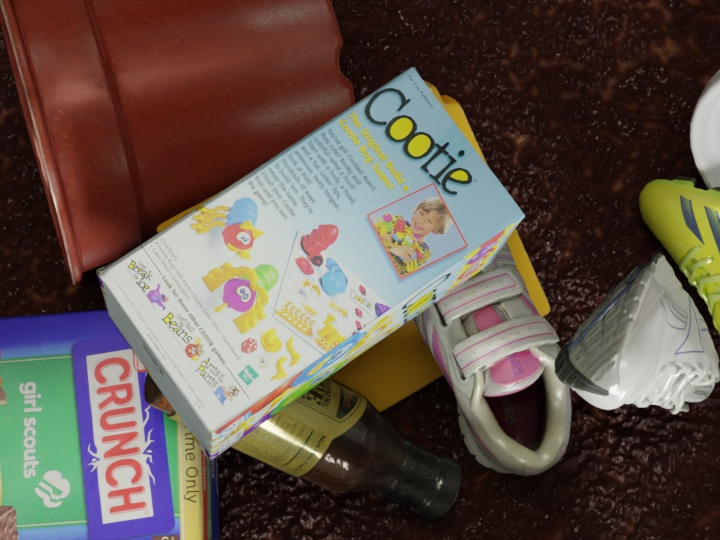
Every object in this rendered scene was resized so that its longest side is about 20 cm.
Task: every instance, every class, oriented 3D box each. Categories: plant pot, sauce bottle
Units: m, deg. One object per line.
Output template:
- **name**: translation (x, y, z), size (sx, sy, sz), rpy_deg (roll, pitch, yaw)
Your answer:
- **plant pot**: translation (-0.115, -0.111, 0.980), size (0.195, 0.201, 0.201), rpy_deg (-15, 70, -11)
- **sauce bottle**: translation (-0.031, 0.093, 0.924), size (0.200, 0.066, 0.066), rpy_deg (28, 71, -22)

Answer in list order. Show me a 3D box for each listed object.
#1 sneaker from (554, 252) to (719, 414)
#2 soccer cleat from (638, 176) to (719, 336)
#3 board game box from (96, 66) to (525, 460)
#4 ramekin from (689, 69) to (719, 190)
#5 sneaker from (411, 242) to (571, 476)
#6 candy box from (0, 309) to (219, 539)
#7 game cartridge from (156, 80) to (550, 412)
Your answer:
- **sneaker**: translation (0.176, 0.046, 0.911), size (0.087, 0.200, 0.075), rpy_deg (48, 114, 6)
- **soccer cleat**: translation (0.247, 0.019, 0.974), size (0.200, 0.065, 0.084), rpy_deg (43, 80, 15)
- **board game box**: translation (-0.028, -0.001, 0.831), size (0.200, 0.103, 0.105), rpy_deg (-34, 81, -13)
- **ramekin**: translation (0.313, -0.089, 0.946), size (0.202, 0.202, 0.094), rpy_deg (26, 63, 11)
- **sneaker**: translation (0.079, 0.037, 0.923), size (0.081, 0.088, 0.200), rpy_deg (-29, 101, -8)
- **candy box**: translation (-0.191, 0.117, 0.953), size (0.200, 0.077, 0.169), rpy_deg (-4, 69, 0)
- **game cartridge**: translation (0.000, 0.000, 0.958), size (0.200, 0.032, 0.176), rpy_deg (-30, 113, -9)
